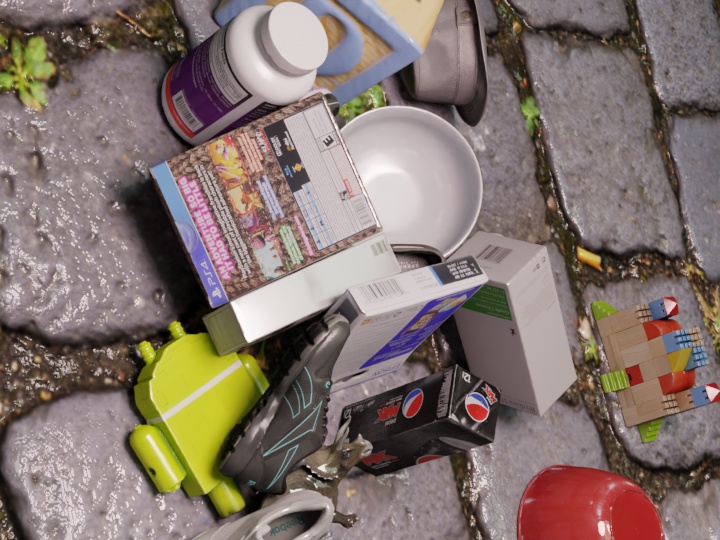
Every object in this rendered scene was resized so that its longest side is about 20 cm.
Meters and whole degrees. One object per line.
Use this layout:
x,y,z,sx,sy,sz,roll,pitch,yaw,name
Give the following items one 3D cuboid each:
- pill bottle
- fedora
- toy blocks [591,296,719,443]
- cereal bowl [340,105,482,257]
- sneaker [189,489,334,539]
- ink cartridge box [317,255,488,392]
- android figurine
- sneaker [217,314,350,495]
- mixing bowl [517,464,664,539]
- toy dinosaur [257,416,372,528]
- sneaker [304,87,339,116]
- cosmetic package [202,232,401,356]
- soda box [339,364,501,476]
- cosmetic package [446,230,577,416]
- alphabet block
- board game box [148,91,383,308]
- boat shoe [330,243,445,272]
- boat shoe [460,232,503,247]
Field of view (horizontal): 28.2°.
-0.124,-0.214,1.562,0.112,0.200,0.113,17,62,-35,pill bottle
0.098,-0.283,1.832,0.090,0.177,0.201,-4,81,-10,fedora
0.400,0.117,1.913,0.100,0.136,0.201,-5,75,-41,toy blocks
0.041,-0.090,1.708,0.199,0.083,0.201,2,78,-9,cereal bowl
-0.114,0.275,1.404,0.199,0.088,0.075,-33,87,-13,sneaker
0.015,0.068,1.577,0.198,0.200,0.044,-15,65,-44,ink cartridge box
-0.161,0.150,1.489,0.182,0.041,0.201,-38,100,-42,android figurine
-0.063,0.136,1.458,0.079,0.075,0.200,34,93,-11,sneaker
0.301,0.326,1.764,0.199,0.108,0.201,18,61,-35,mixing bowl
-0.068,0.250,1.502,0.200,0.077,0.103,-41,115,-21,toy dinosaur
-0.078,-0.121,1.638,0.086,0.080,0.200,38,61,3,sneaker
-0.060,0.026,1.508,0.199,0.082,0.051,-25,91,-29,cosmetic package
0.061,0.166,1.561,0.071,0.200,0.064,30,57,-27,soda box
0.179,0.063,1.710,0.085,0.107,0.201,-40,127,-33,cosmetic package
-0.023,-0.347,1.712,0.196,0.195,0.201,38,53,-24,alphabet block
-0.102,-0.073,1.523,0.199,0.097,0.160,-24,92,-7,board game box
0.000,0.000,1.614,0.199,0.057,0.067,-7,83,-7,boat shoe
0.139,-0.001,1.788,0.199,0.068,0.074,-24,89,-44,boat shoe
